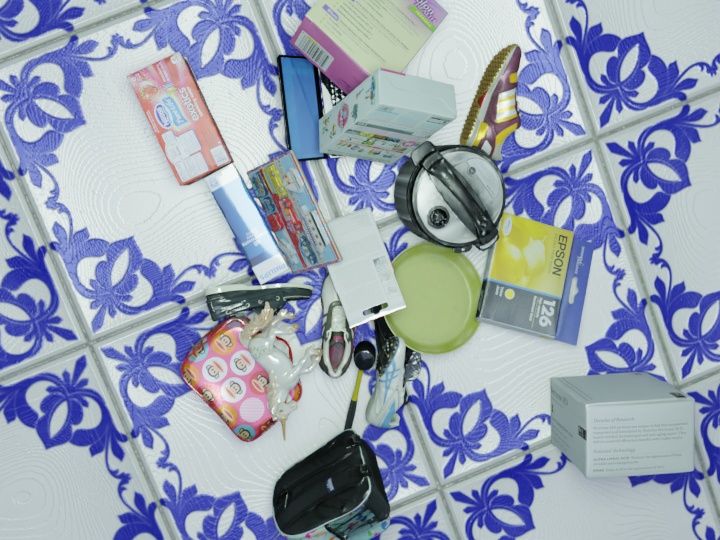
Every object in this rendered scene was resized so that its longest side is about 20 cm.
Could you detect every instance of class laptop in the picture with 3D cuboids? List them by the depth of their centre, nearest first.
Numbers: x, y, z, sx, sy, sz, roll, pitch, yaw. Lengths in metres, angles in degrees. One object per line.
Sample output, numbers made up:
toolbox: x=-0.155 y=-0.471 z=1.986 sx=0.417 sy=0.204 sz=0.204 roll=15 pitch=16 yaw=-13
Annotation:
laptop: x=-0.035 y=-0.284 z=1.441 sx=0.197 sy=0.103 sz=0.180 roll=-7 pitch=98 yaw=-4

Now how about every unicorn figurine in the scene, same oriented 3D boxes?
unicorn figurine: x=-0.132 y=0.163 z=1.435 sx=0.137 sy=0.074 sz=0.201 roll=-39 pitch=84 yaw=0

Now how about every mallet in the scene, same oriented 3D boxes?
mallet: x=-0.009 y=0.225 z=1.540 sx=0.041 sy=0.066 sz=0.202 roll=13 pitch=110 yaw=-1

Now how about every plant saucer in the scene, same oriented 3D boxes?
plant saucer: x=0.127 y=0.051 z=1.510 sx=0.197 sy=0.031 sz=0.203 roll=2 pitch=82 yaw=-15

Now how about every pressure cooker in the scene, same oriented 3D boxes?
pressure cooker: x=0.154 y=-0.124 z=1.426 sx=0.173 sy=0.200 sz=0.181 roll=7 pitch=96 yaw=-9

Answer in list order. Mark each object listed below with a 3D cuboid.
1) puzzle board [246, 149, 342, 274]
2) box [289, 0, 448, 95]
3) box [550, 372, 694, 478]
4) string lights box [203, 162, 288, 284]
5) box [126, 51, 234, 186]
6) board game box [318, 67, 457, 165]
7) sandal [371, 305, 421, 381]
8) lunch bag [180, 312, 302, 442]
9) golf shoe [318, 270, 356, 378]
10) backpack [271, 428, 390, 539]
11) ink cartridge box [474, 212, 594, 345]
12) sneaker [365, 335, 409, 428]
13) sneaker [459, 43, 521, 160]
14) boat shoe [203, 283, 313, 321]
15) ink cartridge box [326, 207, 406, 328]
puzzle board: x=-0.118 y=-0.094 z=1.441 sx=0.017 sy=0.150 sz=0.202 roll=-31 pitch=100 yaw=-35
box: x=0.015 y=-0.405 z=1.400 sx=0.175 sy=0.097 sz=0.201 roll=40 pitch=67 yaw=-9
box: x=0.461 y=0.270 z=1.501 sx=0.197 sy=0.199 sz=0.133 roll=-2 pitch=96 yaw=-4
string lights box: x=-0.195 y=-0.082 z=1.450 sx=0.058 sy=0.103 sz=0.202 roll=-28 pitch=98 yaw=-4
box: x=-0.301 y=-0.254 z=1.424 sx=0.099 sy=0.095 sz=0.202 roll=-26 pitch=98 yaw=-2
board game box: x=0.040 y=-0.244 z=1.363 sx=0.146 sy=0.199 sz=0.065 roll=6 pitch=71 yaw=-30
sandal: x=0.058 y=0.111 z=1.522 sx=0.074 sy=0.048 sz=0.203 roll=-19 pitch=98 yaw=-3
lunch bag: x=-0.200 y=0.180 z=1.489 sx=0.176 sy=0.082 sz=0.200 roll=-40 pitch=98 yaw=0
golf shoe: x=-0.034 y=0.092 z=1.493 sx=0.076 sy=0.088 sz=0.203 roll=2 pitch=95 yaw=-4
backpack: x=-0.053 y=0.402 z=1.481 sx=0.198 sy=0.178 sz=0.151 roll=-28 pitch=127 yaw=5
ink cartridge box: x=0.322 y=0.016 z=1.517 sx=0.197 sy=0.047 sz=0.200 roll=13 pitch=80 yaw=-4
sneaker: x=0.058 y=0.198 z=1.497 sx=0.071 sy=0.072 sz=0.202 roll=7 pitch=125 yaw=-6
sneaker: x=0.251 y=-0.296 z=1.488 sx=0.089 sy=0.075 sz=0.202 roll=21 pitch=100 yaw=-15
boat shoe: x=-0.172 y=0.059 z=1.458 sx=0.197 sy=0.074 sz=0.067 roll=-1 pitch=80 yaw=-32
ink cartridge box: x=0.000 y=0.000 z=1.457 sx=0.108 sy=0.050 sz=0.202 roll=-19 pitch=67 yaw=-2
